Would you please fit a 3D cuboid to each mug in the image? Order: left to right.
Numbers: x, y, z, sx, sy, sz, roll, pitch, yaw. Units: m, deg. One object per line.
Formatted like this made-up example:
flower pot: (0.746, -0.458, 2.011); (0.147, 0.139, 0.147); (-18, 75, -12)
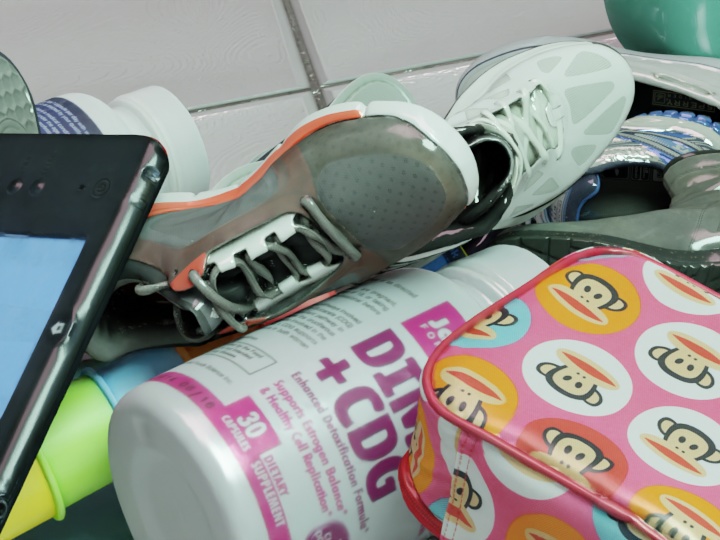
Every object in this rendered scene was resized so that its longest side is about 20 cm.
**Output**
mug: (0.238, -0.185, 1.242); (0.184, 0.153, 0.114); (-7, 23, -23)

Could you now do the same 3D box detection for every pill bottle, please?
pill bottle: (-0.193, -0.040, 1.140); (0.199, 0.112, 0.111); (-26, 28, -32)
pill bottle: (0.001, 0.067, 0.824); (0.199, 0.114, 0.113); (-25, 28, -30)

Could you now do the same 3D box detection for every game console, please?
game console: (-0.185, 0.024, 0.828); (0.176, 0.031, 0.201); (0, 57, 38)

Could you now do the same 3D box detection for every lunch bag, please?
lunch bag: (0.132, 0.073, 0.732); (0.199, 0.082, 0.176); (35, 46, 25)

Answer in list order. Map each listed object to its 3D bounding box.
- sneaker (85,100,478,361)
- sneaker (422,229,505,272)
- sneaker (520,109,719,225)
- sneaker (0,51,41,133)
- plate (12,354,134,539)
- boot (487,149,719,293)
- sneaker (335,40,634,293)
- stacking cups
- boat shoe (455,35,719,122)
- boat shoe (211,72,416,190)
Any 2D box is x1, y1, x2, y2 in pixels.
sneaker: (-0.039, -0.003, 0.803); (0.199, 0.077, 0.082); (-22, 28, 30)
sneaker: (0.000, 0.000, 0.953); (0.199, 0.066, 0.078); (-29, 9, -40)
sneaker: (0.116, -0.052, 1.099); (0.198, 0.078, 0.085); (-2, 29, 17)
sneaker: (-0.239, -0.011, 0.972); (0.145, 0.204, 0.077); (-8, -21, 26)
plate: (-0.130, 0.096, 0.920); (0.198, 0.026, 0.200); (-9, 24, 4)
boot: (0.165, -0.017, 0.998); (0.198, 0.068, 0.131); (2, 33, 6)
sneaker: (0.071, -0.050, 0.895); (0.200, 0.076, 0.115); (-33, 10, -20)
stacking cups: (-0.096, 0.063, 0.860); (0.199, 0.061, 0.060); (-25, 28, -23)
boat shoe: (0.150, -0.103, 1.210); (0.198, 0.073, 0.066); (9, 24, 19)
boat shoe: (-0.039, -0.042, 1.153); (0.200, 0.076, 0.060); (-39, -2, -32)
